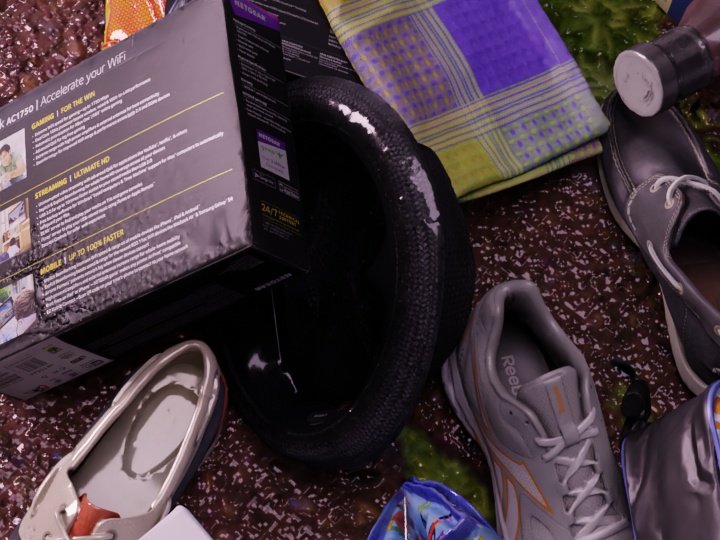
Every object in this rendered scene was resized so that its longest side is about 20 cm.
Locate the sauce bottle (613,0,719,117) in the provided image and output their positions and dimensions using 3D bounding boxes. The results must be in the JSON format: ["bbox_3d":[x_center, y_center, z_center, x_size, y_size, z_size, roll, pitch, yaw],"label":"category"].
[{"bbox_3d":[0.233,-0.143,1.176,0.199,0.066,0.066,-30,70,-29],"label":"sauce bottle"}]

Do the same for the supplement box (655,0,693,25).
[{"bbox_3d":[0.219,-0.294,1.225,0.199,0.135,0.200,-33,72,-20],"label":"supplement box"}]

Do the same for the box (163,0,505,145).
[{"bbox_3d":[-0.009,-0.159,1.143,0.199,0.043,0.161,16,61,-24],"label":"box"}]

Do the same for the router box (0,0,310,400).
[{"bbox_3d":[-0.124,-0.037,1.039,0.199,0.051,0.150,-23,61,30],"label":"router box"}]

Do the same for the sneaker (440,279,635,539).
[{"bbox_3d":[0.100,0.097,1.041,0.075,0.092,0.201,-21,68,-16],"label":"sneaker"}]

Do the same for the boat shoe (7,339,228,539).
[{"bbox_3d":[-0.130,0.123,1.019,0.071,0.063,0.201,31,66,7],"label":"boat shoe"}]

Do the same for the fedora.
[{"bbox_3d":[0.000,0.000,1.055,0.091,0.201,0.202,-4,59,-46],"label":"fedora"}]

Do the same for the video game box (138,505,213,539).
[{"bbox_3d":[-0.027,0.215,0.916,0.047,0.182,0.200,-38,72,-15],"label":"video game box"}]

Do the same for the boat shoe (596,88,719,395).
[{"bbox_3d":[0.188,-0.028,1.128,0.071,0.068,0.201,-12,62,-11],"label":"boat shoe"}]

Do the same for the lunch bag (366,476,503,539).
[{"bbox_3d":[0.066,0.177,0.947,0.151,0.200,0.094,44,94,-4],"label":"lunch bag"}]

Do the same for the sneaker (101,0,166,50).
[{"bbox_3d":[-0.123,-0.145,1.147,0.077,0.073,0.201,-17,66,-13],"label":"sneaker"}]

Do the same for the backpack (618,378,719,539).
[{"bbox_3d":[0.237,0.145,0.992,0.189,0.154,0.202,15,60,-36],"label":"backpack"}]

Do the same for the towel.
[{"bbox_3d":[0.048,-0.140,1.127,0.143,0.023,0.201,-20,80,-36],"label":"towel"}]
